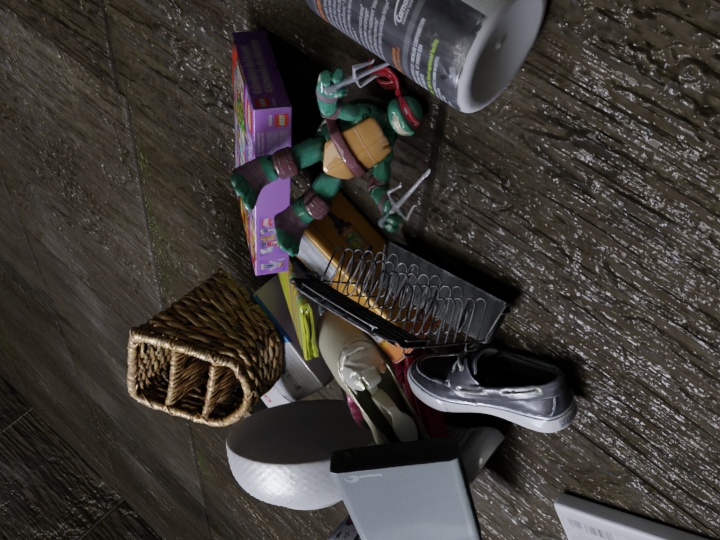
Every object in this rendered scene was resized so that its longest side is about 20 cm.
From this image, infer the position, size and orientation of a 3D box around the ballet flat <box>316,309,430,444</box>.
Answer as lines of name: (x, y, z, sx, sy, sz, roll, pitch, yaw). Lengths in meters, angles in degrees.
ballet flat: (0.019, 0.130, 0.985, 0.069, 0.069, 0.202, -11, 114, 57)

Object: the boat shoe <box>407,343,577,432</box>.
boat shoe: (0.124, 0.107, 0.914, 0.198, 0.072, 0.069, 12, 136, 44)

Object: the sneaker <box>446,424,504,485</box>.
sneaker: (0.101, 0.215, 1.065, 0.085, 0.073, 0.200, 43, 151, 5)

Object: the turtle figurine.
turtle figurine: (-0.009, -0.102, 0.791, 0.198, 0.101, 0.151, -31, 105, 18)

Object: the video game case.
video game case: (0.317, 0.335, 0.962, 0.198, 0.023, 0.184, 6, 128, 50)

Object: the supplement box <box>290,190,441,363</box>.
supplement box: (0.000, 0.000, 0.968, 0.201, 0.066, 0.069, 48, 154, 4)

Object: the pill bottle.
pill bottle: (0.028, -0.209, 0.649, 0.199, 0.106, 0.107, 38, 149, 20)

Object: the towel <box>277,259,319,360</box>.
towel: (-0.082, 0.002, 1.033, 0.202, 0.018, 0.087, -113, 16, -44)

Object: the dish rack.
dish rack: (0.036, 0.022, 0.824, 0.152, 0.198, 0.056, 27, 104, 32)

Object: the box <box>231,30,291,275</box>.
box: (-0.101, -0.116, 0.906, 0.138, 0.038, 0.203, -111, 19, -44)

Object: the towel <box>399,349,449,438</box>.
towel: (0.049, 0.187, 1.093, 0.200, 0.022, 0.148, -40, 60, 61)

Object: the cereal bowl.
cereal bowl: (-0.061, 0.230, 1.086, 0.198, 0.197, 0.085, 9, 108, 49)

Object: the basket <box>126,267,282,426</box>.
basket: (-0.194, 0.126, 1.121, 0.143, 0.148, 0.201, 45, 148, 12)

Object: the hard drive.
hard drive: (0.055, 0.258, 0.999, 0.136, 0.033, 0.202, -8, 135, 10)

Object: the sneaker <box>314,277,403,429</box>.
sneaker: (-0.011, 0.086, 1.060, 0.095, 0.078, 0.204, 10, 115, 62)

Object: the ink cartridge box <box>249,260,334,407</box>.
ink cartridge box: (-0.102, 0.093, 1.192, 0.145, 0.084, 0.200, 52, 150, -2)

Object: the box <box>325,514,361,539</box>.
box: (0.057, 0.406, 1.301, 0.133, 0.115, 0.199, 53, 150, -8)

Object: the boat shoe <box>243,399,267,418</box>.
boat shoe: (-0.166, 0.215, 1.430, 0.201, 0.072, 0.068, 51, 149, -3)
